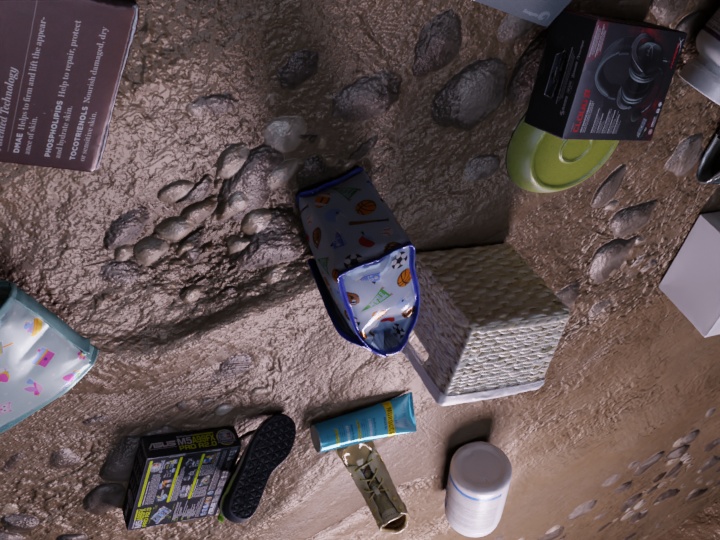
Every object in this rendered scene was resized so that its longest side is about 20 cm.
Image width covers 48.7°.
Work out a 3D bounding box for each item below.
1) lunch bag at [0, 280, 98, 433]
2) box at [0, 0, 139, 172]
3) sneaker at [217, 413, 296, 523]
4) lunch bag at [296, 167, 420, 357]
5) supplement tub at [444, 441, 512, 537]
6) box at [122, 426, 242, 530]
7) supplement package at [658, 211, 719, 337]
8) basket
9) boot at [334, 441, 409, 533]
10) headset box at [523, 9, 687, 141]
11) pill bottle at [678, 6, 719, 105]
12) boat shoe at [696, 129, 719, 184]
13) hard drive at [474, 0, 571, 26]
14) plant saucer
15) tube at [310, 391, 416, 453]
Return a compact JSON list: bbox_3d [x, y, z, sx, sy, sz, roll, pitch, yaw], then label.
[{"bbox_3d":[-0.435,0.098,0.932,0.200,0.122,0.170,-26,139,4],"label":"lunch bag"},{"bbox_3d":[-0.314,-0.203,0.660,0.200,0.166,0.164,3,130,-33],"label":"box"},{"bbox_3d":[-0.184,0.326,1.332,0.072,0.083,0.200,40,65,-19],"label":"sneaker"},{"bbox_3d":[0.000,0.000,1.056,0.124,0.170,0.200,-22,140,-5],"label":"lunch bag"},{"bbox_3d":[0.253,0.476,1.731,0.132,0.132,0.200,-16,138,-17],"label":"supplement tub"},{"bbox_3d":[-0.300,0.347,1.329,0.160,0.044,0.200,-1,132,-30],"label":"box"},{"bbox_3d":[0.720,-0.002,1.509,0.200,0.147,0.191,-8,135,-25],"label":"supplement package"},{"bbox_3d":[0.176,0.077,1.226,0.200,0.198,0.161,-6,130,-26],"label":"basket"},{"bbox_3d":[0.024,0.398,1.490,0.073,0.156,0.200,-27,139,-4],"label":"boot"},{"bbox_3d":[0.309,-0.249,1.026,0.200,0.077,0.149,-5,118,-35],"label":"headset box"},{"bbox_3d":[0.538,-0.329,1.092,0.112,0.112,0.200,11,125,-38],"label":"pill bottle"},{"bbox_3d":[0.613,-0.212,1.287,0.071,0.072,0.200,-15,140,-24],"label":"boat shoe"},{"bbox_3d":[0.223,-0.368,0.881,0.139,0.033,0.200,5,145,-36],"label":"hard drive"},{"bbox_3d":[0.307,-0.187,1.160,0.200,0.031,0.200,-16,137,-16],"label":"plant saucer"},{"bbox_3d":[0.010,0.280,1.443,0.200,0.050,0.078,-11,106,-23],"label":"tube"}]
